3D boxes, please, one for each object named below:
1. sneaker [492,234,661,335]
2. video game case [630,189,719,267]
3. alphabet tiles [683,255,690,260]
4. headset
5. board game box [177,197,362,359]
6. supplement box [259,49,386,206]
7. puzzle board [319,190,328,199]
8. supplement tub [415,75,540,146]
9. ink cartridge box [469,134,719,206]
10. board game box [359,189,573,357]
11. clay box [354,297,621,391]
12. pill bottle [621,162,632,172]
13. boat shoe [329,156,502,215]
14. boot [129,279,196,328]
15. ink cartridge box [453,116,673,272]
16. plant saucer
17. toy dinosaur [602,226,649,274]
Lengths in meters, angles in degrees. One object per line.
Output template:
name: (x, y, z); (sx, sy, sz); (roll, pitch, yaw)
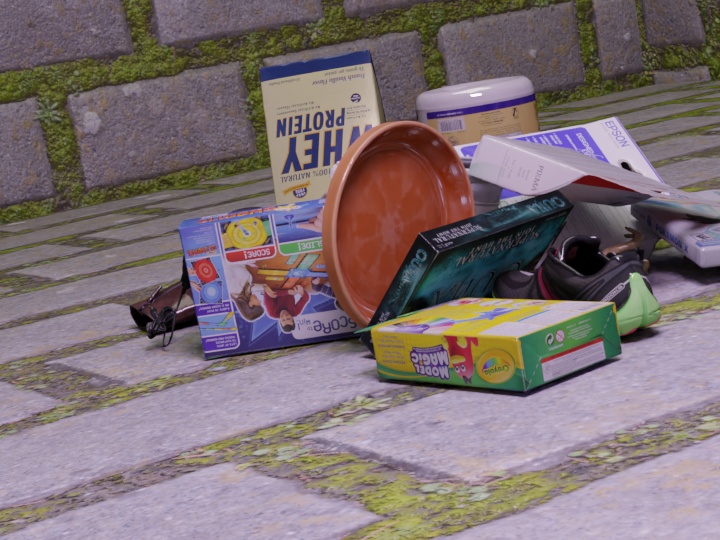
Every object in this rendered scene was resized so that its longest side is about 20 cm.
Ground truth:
sneaker: (0.188, 0.009, 1.385); (0.077, 0.084, 0.200); (-14, 8, -31)
video game case: (0.394, -0.049, 1.573); (0.200, 0.022, 0.182); (-7, 19, -11)
alphabet tiles: (0.457, -0.031, 1.609); (0.200, 0.008, 0.167); (-14, 10, -31)
headset: (-0.134, 0.015, 1.613); (0.200, 0.124, 0.094); (-31, 5, 17)
board game box: (-0.063, 0.004, 1.521); (0.200, 0.135, 0.034); (-8, 16, 5)
supplement box: (-0.031, -0.124, 1.900); (0.134, 0.200, 0.200); (-9, -18, 4)
puzzle board: (-0.001, -0.048, 1.798); (0.151, 0.017, 0.200); (1, -23, -22)
supplement tub: (0.150, -0.124, 1.902); (0.145, 0.200, 0.145); (-9, 9, 2)
ink cartridge box: (0.231, -0.078, 1.546); (0.200, 0.050, 0.161); (27, 15, 38)
board game box: (0.099, 0.002, 1.443); (0.200, 0.135, 0.028); (-18, 56, -44)
clay box: (0.099, 0.057, 1.295); (0.115, 0.048, 0.200); (-16, 10, -38)
pill bottle: (0.206, -0.071, 1.790); (0.200, 0.112, 0.112); (-13, 9, -16)
boat shoe: (0.062, -0.097, 1.574); (0.200, 0.069, 0.072); (10, 17, -29)
boot: (-0.150, 0.032, 1.746); (0.166, 0.072, 0.200); (-27, 17, -25)
ink cartridge box: (0.223, -0.074, 1.684); (0.200, 0.043, 0.198); (-12, 46, -15)
plant saucer: (0.033, -0.038, 1.471); (0.032, 0.200, 0.200); (4, 15, 43)
toy dinosaur: (0.233, 0.007, 1.513); (0.101, 0.058, 0.200); (-34, 14, -34)
